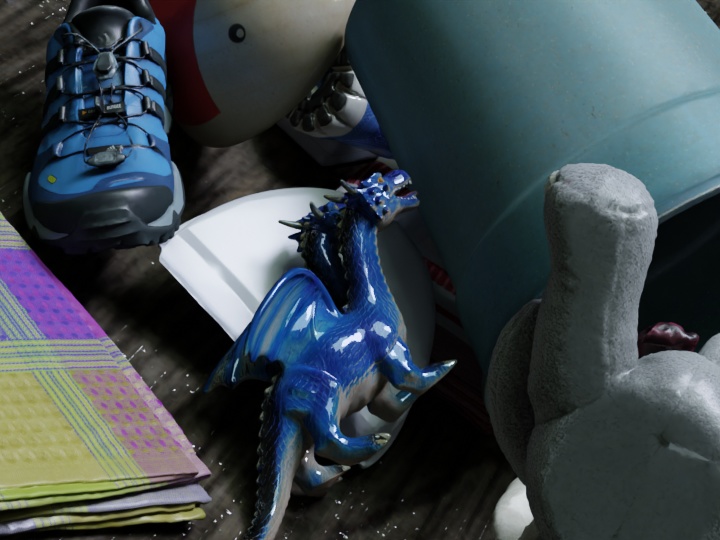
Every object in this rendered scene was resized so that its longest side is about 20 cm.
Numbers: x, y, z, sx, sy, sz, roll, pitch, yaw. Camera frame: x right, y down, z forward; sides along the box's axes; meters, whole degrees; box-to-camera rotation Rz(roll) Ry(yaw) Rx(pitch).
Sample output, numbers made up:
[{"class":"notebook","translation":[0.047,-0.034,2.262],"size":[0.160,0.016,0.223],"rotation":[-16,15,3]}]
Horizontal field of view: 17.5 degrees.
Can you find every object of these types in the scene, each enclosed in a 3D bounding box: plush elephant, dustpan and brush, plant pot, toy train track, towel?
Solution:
[{"class":"plush elephant","translation":[0.127,0.079,0.932],"size":[0.164,0.201,0.155],"rotation":[21,2,12]},{"class":"dustpan and brush","translation":[0.000,0.000,1.113],"size":[0.140,0.057,0.200],"rotation":[47,52,2]},{"class":"plant pot","translation":[0.100,-0.064,1.087],"size":[0.200,0.200,0.197],"rotation":[1,53,-49]},{"class":"toy train track","translation":[0.190,0.032,1.242],"size":[0.032,0.115,0.200],"rotation":[1,-20,17]},{"class":"towel","translation":[0.037,0.006,1.218],"size":[0.144,0.023,0.200],"rotation":[35,24,5]},{"class":"towel","translation":[-0.159,0.032,0.941],"size":[0.143,0.023,0.200],"rotation":[-1,41,-49]}]

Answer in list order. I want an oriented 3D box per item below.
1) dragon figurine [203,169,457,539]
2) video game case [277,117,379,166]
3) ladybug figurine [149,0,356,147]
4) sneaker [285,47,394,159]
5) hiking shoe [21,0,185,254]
[{"class":"dragon figurine","translation":[-0.027,0.040,1.002],"size":[0.099,0.059,0.200],"rotation":[44,57,0]},{"class":"video game case","translation":[-0.026,-0.134,1.390],"size":[0.182,0.022,0.200],"rotation":[43,27,19]},{"class":"ladybug figurine","translation":[-0.062,-0.132,1.190],"size":[0.072,0.136,0.200],"rotation":[32,-7,-19]},{"class":"sneaker","translation":[-0.004,-0.126,1.310],"size":[0.089,0.079,0.200],"rotation":[30,31,-31]},{"class":"hiking shoe","translation":[-0.123,-0.074,1.075],"size":[0.074,0.087,0.200],"rotation":[-8,27,-3]}]
